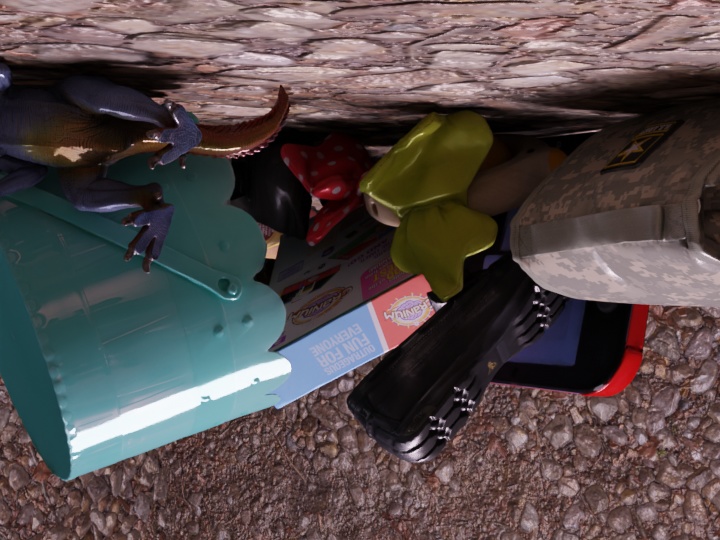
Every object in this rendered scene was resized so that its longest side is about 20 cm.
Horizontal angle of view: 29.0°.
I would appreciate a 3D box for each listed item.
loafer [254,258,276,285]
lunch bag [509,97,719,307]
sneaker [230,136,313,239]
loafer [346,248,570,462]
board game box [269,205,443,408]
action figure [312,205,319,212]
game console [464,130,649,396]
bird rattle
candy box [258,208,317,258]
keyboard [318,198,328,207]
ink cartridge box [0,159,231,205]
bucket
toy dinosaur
[{"bbox_3d":[-0.090,0.033,1.090,0.068,0.076,0.199,-38,148,22],"label":"loafer"},{"bbox_3d":[0.203,-0.036,0.793,0.197,0.120,0.163,-4,179,-30],"label":"lunch bag"},{"bbox_3d":[-0.084,-0.064,1.061,0.089,0.077,0.200,5,178,-11],"label":"sneaker"},{"bbox_3d":[0.071,0.029,0.878,0.070,0.201,0.068,36,165,30],"label":"loafer"},{"bbox_3d":[0.000,0.000,1.020,0.152,0.041,0.201,-28,-157,19],"label":"board game box"},{"bbox_3d":[-0.115,-0.067,1.296,0.198,0.056,0.117,14,163,-36],"label":"action figure"},{"bbox_3d":[0.128,-0.007,0.959,0.031,0.180,0.199,11,175,-32],"label":"game console"},{"bbox_3d":[0.048,-0.051,0.928,0.161,0.114,0.200,-16,-171,-20],"label":"bird rattle"},{"bbox_3d":[-0.116,-0.009,1.293,0.198,0.056,0.115,-12,152,31],"label":"candy box"},{"bbox_3d":[-0.020,-0.063,1.211,0.126,0.021,0.200,23,-175,-8],"label":"keyboard"},{"bbox_3d":[-0.213,-0.060,1.017,0.198,0.084,0.146,1,180,42],"label":"ink cartridge box"},{"bbox_3d":[-0.144,0.014,0.816,0.133,0.210,0.207,-21,-171,-24],"label":"bucket"},{"bbox_3d":[-0.170,-0.063,0.726,0.180,0.106,0.199,22,-159,30],"label":"toy dinosaur"}]
